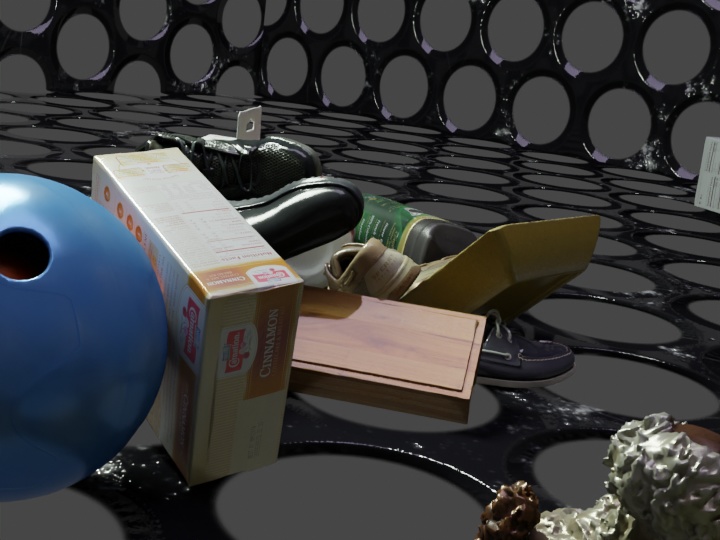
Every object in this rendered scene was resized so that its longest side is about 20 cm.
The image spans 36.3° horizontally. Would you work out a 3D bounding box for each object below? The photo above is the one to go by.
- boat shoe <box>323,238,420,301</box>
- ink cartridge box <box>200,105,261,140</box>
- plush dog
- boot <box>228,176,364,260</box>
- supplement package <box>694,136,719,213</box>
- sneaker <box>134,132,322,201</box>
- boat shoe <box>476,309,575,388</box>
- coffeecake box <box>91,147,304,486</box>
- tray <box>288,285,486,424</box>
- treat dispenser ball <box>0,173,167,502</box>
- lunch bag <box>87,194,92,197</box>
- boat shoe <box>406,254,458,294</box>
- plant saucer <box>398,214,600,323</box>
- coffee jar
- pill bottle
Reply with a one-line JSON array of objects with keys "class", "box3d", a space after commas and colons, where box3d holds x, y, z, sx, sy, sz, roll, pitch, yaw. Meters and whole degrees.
[{"class": "boat shoe", "box3d": [0.000, 0.000, 1.116, 0.064, 0.071, 0.200, 41, -17, -9]}, {"class": "ink cartridge box", "box3d": [-0.166, -0.092, 1.279, 0.067, 0.202, 0.115, 8, 13, 6]}, {"class": "plush dog", "box3d": [0.148, 0.171, 0.553, 0.199, 0.162, 0.171, 32, -14, -25]}, {"class": "boot", "box3d": [-0.086, 0.012, 0.944, 0.163, 0.066, 0.201, -14, 34, 22]}, {"class": "supplement package", "box3d": [0.855, -0.204, 2.407, 0.198, 0.158, 0.111, 0, 14, -25]}, {"class": "sneaker", "box3d": [-0.142, -0.097, 1.087, 0.197, 0.077, 0.114, 9, 14, 20]}, {"class": "boat shoe", "box3d": [0.121, 0.071, 1.047, 0.198, 0.063, 0.073, 3, 14, -19]}, {"class": "coffeecake box", "box3d": [-0.127, 0.026, 0.788, 0.072, 0.155, 0.200, -10, 36, -32]}, {"class": "tray", "box3d": [0.005, 0.068, 0.961, 0.198, 0.037, 0.099, 9, 44, 10]}, {"class": "treat dispenser ball", "box3d": [-0.221, 0.041, 0.683, 0.198, 0.203, 0.201, 7, 13, -2]}, {"class": "lunch bag", "box3d": [-0.194, -0.042, 1.154, 0.198, 0.078, 0.160, 9, 14, 4]}, {"class": "boat shoe", "box3d": [0.113, 0.011, 1.282, 0.199, 0.072, 0.064, -6, 19, -40]}, {"class": "plant saucer", "box3d": [0.137, 0.020, 1.126, 0.199, 0.049, 0.200, -8, -23, -48]}, {"class": "coffee jar", "box3d": [0.062, -0.038, 1.423, 0.103, 0.086, 0.199, 11, 8, -34]}, {"class": "pill bottle", "box3d": [-0.062, -0.050, 1.355, 0.111, 0.113, 0.200, 7, 13, 0]}]
